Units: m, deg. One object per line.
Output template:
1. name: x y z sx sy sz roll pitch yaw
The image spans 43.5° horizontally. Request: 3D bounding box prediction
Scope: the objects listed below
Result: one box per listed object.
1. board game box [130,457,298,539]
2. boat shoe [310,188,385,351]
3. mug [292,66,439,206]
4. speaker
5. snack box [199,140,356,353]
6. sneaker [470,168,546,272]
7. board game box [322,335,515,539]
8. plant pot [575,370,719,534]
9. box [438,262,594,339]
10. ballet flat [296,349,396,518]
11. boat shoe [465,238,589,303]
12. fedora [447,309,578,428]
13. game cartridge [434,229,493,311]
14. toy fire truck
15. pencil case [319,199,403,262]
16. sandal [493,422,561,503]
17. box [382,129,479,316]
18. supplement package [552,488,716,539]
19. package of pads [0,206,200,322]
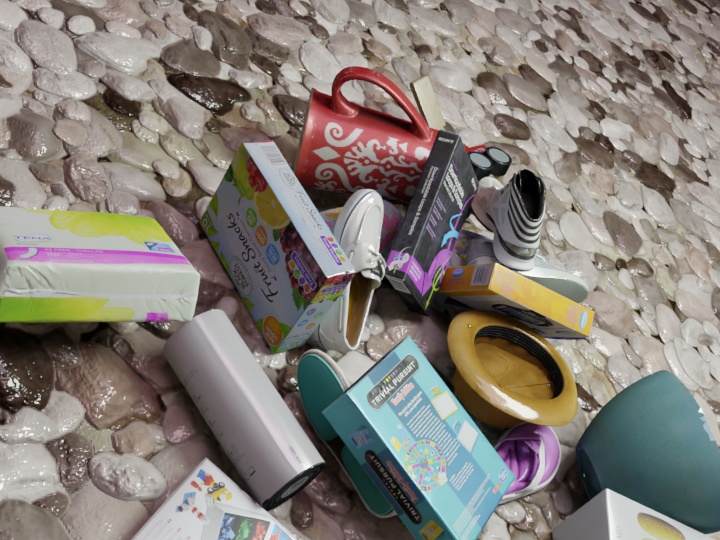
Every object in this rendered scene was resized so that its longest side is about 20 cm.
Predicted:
1. board game box: -0.155 0.279 0.815 0.126 0.035 0.200 40 40 4
2. boat shoe: 0.000 0.000 1.082 0.071 0.069 0.204 32 72 -45
3. mug: 0.017 -0.165 1.215 0.196 0.178 0.136 14 69 -7
4. speaker: -0.123 0.141 0.932 0.080 0.082 0.201 -19 64 -44
5. snack box: -0.102 -0.029 1.056 0.052 0.143 0.202 -11 59 -42
6. sneaker: 0.214 -0.100 1.246 0.074 0.117 0.202 7 34 -15
7. board game box: 0.067 0.190 0.973 0.201 0.047 0.150 53 35 3
8. plant pot: 0.346 0.242 1.121 0.132 0.202 0.203 -16 56 -3
9. box: 0.216 0.046 1.207 0.197 0.118 0.042 22 77 -25
10. ballet flat: -0.006 0.179 1.004 0.069 0.070 0.202 -16 67 -43
11. boat shoe: 0.237 -0.003 1.282 0.197 0.070 0.073 14 49 -21
12. fedora: 0.182 0.140 1.146 0.197 0.082 0.203 22 36 -17
13. game cartridge: 0.160 0.001 1.303 0.196 0.041 0.135 12 43 -27
14. toy fire truck: 0.116 -0.190 1.395 0.174 0.130 0.200 -18 53 -44
15. pencil case: -0.030 -0.034 1.159 0.083 0.092 0.198 32 32 33
16. sandal: 0.193 0.233 1.099 0.201 0.050 0.083 -20 66 -45
17. box: 0.095 -0.058 1.165 0.035 0.143 0.204 15 76 22
18. supplement package: 0.332 0.358 1.038 0.197 0.110 0.115 26 41 -13
19. package of pads: -0.281 -0.007 0.921 0.197 0.070 0.154 3 22 -33
